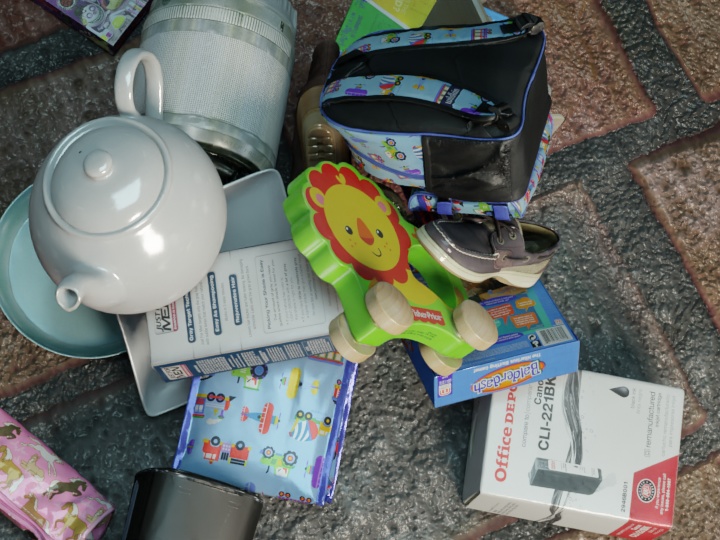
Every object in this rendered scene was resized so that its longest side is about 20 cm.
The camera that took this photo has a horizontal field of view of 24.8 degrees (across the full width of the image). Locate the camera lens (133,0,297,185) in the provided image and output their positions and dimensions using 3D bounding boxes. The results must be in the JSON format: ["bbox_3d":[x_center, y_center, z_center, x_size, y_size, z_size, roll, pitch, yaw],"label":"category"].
[{"bbox_3d":[-0.153,-0.182,1.655,0.158,0.160,0.202,11,71,-5],"label":"camera lens"}]

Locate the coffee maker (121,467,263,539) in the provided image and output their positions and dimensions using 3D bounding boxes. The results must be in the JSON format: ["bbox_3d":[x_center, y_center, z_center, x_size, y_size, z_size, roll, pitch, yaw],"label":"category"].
[{"bbox_3d":[-0.160,0.289,1.486,0.134,0.191,0.202,26,71,-39],"label":"coffee maker"}]

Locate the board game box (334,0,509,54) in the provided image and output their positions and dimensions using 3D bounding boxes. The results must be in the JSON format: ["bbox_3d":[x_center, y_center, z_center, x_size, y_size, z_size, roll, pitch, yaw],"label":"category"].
[{"bbox_3d":[0.073,-0.229,1.769,0.198,0.040,0.154,22,70,-1],"label":"board game box"}]

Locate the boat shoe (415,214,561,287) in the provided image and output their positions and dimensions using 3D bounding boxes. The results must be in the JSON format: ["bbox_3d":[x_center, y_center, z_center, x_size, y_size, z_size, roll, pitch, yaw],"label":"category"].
[{"bbox_3d":[0.125,-0.029,1.553,0.065,0.199,0.072,-49,58,21],"label":"boat shoe"}]

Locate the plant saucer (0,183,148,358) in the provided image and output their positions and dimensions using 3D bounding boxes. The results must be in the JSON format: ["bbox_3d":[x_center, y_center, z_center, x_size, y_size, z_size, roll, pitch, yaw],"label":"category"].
[{"bbox_3d":[-0.273,-0.006,1.651,0.198,0.027,0.202,3,73,-8],"label":"plant saucer"}]

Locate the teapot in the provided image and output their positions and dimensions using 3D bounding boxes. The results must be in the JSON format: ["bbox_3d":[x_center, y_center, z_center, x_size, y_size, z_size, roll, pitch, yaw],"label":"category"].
[{"bbox_3d":[-0.217,-0.070,1.477,0.197,0.146,0.200,-34,64,-8],"label":"teapot"}]

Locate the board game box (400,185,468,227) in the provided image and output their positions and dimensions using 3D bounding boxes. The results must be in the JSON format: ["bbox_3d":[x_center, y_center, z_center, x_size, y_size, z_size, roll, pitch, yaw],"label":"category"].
[{"bbox_3d":[0.056,-0.126,1.646,0.032,0.120,0.201,-32,73,27],"label":"board game box"}]

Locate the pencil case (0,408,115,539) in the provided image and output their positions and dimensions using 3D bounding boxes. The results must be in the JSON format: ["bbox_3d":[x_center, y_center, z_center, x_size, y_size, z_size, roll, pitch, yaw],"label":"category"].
[{"bbox_3d":[-0.324,0.198,1.549,0.199,0.083,0.087,38,70,3],"label":"pencil case"}]

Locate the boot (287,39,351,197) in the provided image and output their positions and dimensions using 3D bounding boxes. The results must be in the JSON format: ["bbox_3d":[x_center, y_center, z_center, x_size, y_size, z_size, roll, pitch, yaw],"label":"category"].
[{"bbox_3d":[-0.037,-0.115,1.686,0.072,0.201,0.167,5,36,-1],"label":"boot"}]

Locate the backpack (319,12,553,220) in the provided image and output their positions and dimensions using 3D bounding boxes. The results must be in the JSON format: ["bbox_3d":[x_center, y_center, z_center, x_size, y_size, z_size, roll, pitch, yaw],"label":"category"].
[{"bbox_3d":[0.068,-0.143,1.518,0.198,0.135,0.183,3,45,16],"label":"backpack"}]

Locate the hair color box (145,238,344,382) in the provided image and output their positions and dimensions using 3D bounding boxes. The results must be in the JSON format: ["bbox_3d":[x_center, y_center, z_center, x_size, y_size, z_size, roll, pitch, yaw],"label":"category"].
[{"bbox_3d":[-0.099,0.034,1.533,0.198,0.061,0.101,-10,70,3],"label":"hair color box"}]

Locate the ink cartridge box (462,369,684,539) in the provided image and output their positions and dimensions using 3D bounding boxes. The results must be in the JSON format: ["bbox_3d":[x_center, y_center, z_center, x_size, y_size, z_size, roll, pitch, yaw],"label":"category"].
[{"bbox_3d":[0.212,0.178,1.637,0.198,0.084,0.146,10,71,-4],"label":"ink cartridge box"}]

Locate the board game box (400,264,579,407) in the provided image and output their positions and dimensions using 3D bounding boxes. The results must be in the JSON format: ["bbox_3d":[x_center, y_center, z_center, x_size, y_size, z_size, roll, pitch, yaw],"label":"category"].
[{"bbox_3d":[0.111,0.040,1.634,0.151,0.045,0.201,-13,41,-12],"label":"board game box"}]

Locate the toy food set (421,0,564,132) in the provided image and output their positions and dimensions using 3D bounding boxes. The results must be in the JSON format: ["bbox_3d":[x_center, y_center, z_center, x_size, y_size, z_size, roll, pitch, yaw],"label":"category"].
[{"bbox_3d":[0.133,-0.209,1.675,0.060,0.144,0.201,-17,75,-23],"label":"toy food set"}]

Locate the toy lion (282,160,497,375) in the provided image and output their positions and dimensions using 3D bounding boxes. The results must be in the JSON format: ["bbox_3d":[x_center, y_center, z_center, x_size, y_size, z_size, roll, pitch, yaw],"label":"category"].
[{"bbox_3d":[0.018,-0.009,1.492,0.199,0.069,0.193,13,49,-47],"label":"toy lion"}]

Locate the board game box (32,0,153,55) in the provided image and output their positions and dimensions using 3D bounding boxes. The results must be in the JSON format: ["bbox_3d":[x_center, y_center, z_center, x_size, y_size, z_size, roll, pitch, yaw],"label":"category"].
[{"bbox_3d":[-0.257,-0.342,1.762,0.119,0.032,0.201,31,71,6],"label":"board game box"}]

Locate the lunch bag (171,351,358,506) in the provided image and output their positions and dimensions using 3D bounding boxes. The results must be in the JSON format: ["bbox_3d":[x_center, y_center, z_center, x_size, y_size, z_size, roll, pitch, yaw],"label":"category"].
[{"bbox_3d":[-0.084,0.111,1.573,0.149,0.094,0.202,11,86,5],"label":"lunch bag"}]

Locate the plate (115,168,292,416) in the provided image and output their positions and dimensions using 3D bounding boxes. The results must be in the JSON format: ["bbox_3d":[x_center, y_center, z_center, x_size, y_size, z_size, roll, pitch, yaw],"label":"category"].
[{"bbox_3d":[-0.150,0.019,1.617,0.198,0.032,0.202,-21,112,-15],"label":"plate"}]

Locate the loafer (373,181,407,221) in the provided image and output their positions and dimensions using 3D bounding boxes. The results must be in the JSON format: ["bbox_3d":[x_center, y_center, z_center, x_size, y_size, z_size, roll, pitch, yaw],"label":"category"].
[{"bbox_3d":[0.000,0.000,1.619,0.075,0.201,0.068,17,26,-9],"label":"loafer"}]
